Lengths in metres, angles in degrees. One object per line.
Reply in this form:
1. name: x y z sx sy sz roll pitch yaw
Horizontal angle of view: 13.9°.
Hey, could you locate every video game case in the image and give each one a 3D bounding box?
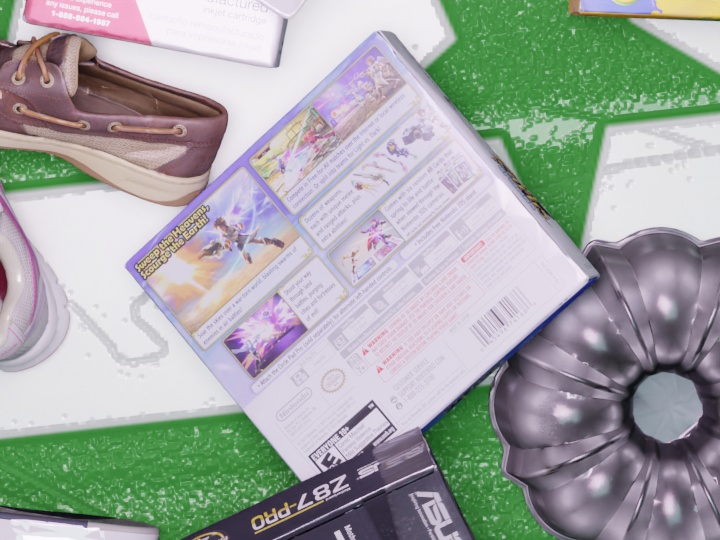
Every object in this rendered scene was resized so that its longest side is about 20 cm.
1. video game case: 0.000 0.000 1.634 0.200 0.045 0.181 -42 83 13

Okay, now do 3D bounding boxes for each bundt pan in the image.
1. bundt pan: 0.173 0.078 1.654 0.201 0.076 0.203 0 94 -1

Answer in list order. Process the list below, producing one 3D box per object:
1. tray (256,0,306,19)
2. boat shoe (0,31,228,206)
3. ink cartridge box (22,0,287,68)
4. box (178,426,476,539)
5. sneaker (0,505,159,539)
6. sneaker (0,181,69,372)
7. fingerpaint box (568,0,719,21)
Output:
1. tray: -0.026 -0.245 1.566 0.107 0.022 0.200 33 98 2
2. boat shoe: -0.168 -0.104 1.632 0.199 0.072 0.072 23 128 -5
3. ink cartridge box: -0.098 -0.223 1.629 0.145 0.083 0.201 10 95 0
4. box: 0.002 0.204 1.639 0.161 0.049 0.200 -25 119 0
5. sneaker: -0.224 0.202 1.664 0.201 0.077 0.147 9 91 -1
6. sneaker: -0.230 -0.033 1.641 0.081 0.088 0.200 -33 93 2
7. fingerpaint box: 0.203 -0.238 1.632 0.166 0.073 0.201 2 94 -1
